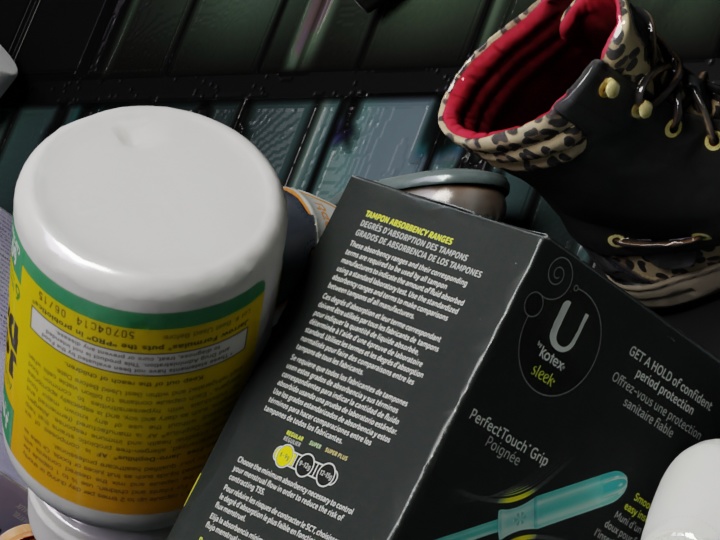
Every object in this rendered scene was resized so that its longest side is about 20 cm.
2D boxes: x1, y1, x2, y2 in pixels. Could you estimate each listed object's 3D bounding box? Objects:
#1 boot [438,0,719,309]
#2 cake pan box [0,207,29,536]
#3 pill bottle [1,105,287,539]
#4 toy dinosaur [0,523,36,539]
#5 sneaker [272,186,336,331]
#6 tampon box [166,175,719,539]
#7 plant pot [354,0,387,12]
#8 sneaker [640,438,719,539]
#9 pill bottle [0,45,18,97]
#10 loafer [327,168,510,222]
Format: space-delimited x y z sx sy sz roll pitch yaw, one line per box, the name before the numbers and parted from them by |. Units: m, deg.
boot | 0.144 -0.066 1.098 0.199 0.150 0.073 -25 47 35
cake pan box | -0.180 0.051 1.335 0.052 0.200 0.185 -30 44 23
pill bottle | -0.096 0.038 1.149 0.201 0.112 0.113 100 163 -44
toy dinosaur | -0.145 0.158 1.264 0.199 0.136 0.102 1 37 2
sneaker | -0.075 0.015 1.276 0.200 0.079 0.079 -26 68 54
tampon box | 0.035 0.089 1.109 0.126 0.150 0.201 20 79 49
plant pot | 0.019 -0.291 1.378 0.177 0.200 0.201 -25 46 20
sneaker | 0.117 0.147 1.029 0.075 0.088 0.201 -16 53 42
pill bottle | -0.303 -0.071 1.626 0.200 0.116 0.116 -49 38 9
loafer | 0.000 0.000 1.293 0.200 0.072 0.063 -17 71 49
